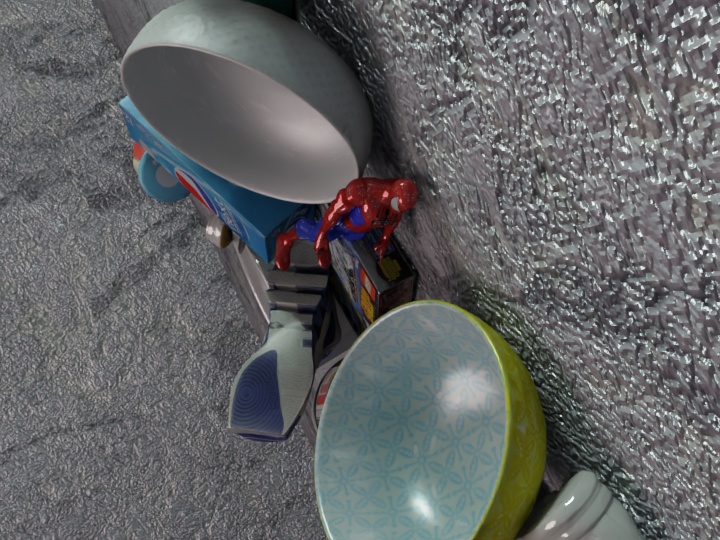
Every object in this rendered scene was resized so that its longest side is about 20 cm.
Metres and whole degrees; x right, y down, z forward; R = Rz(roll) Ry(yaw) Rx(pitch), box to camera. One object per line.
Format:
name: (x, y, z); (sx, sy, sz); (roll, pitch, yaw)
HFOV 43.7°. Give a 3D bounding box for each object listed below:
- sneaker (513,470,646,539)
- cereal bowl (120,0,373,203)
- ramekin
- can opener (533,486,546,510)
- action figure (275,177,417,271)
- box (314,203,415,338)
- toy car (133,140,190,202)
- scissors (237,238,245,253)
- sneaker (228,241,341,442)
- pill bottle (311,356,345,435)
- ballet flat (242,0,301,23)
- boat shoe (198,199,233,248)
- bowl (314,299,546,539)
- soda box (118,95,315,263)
sneaker: (0.149, 0.200, 0.616); (0.088, 0.075, 0.200); (41, 165, 13)
cereal bowl: (-0.077, -0.139, 0.697); (0.199, 0.084, 0.200); (21, 159, 9)
ramekin: (-0.071, 0.021, 1.093); (0.201, 0.097, 0.201); (59, 166, 23)
can opener: (0.106, 0.179, 0.800); (0.053, 0.067, 0.200); (59, 155, -2)
action figure: (-0.007, -0.035, 0.714); (0.200, 0.065, 0.052); (149, 119, -61)
box: (0.000, 0.000, 0.882); (0.137, 0.040, 0.200); (60, 168, 22)
toy car: (-0.155, -0.187, 0.984); (0.184, 0.176, 0.201); (-110, 26, -71)
scissors: (-0.121, -0.082, 1.073); (0.200, 0.073, 0.014); (-108, 27, -50)
sneaker: (-0.062, 0.083, 0.926); (0.115, 0.080, 0.200); (58, -137, -65)
pill bottle: (0.020, 0.129, 0.839); (0.116, 0.115, 0.200); (63, 161, 2)
ballet flat: (-0.079, -0.213, 0.748); (0.070, 0.069, 0.200); (61, 164, 12)
boat shoe: (-0.180, -0.102, 1.151); (0.200, 0.069, 0.071); (-83, 10, -53)
bowl: (0.067, 0.131, 0.650); (0.107, 0.201, 0.200); (20, -163, -35)
soda box: (-0.135, -0.103, 0.855); (0.200, 0.068, 0.064); (42, 161, 14)
